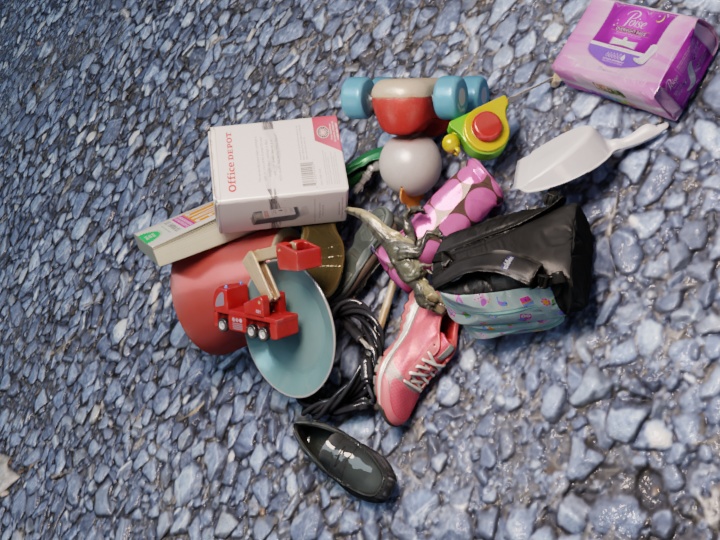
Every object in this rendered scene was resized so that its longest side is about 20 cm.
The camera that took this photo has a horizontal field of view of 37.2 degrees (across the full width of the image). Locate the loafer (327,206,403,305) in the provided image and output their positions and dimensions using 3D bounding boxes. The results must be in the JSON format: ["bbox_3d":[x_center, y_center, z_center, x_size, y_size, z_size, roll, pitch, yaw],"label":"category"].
[{"bbox_3d":[0.000,0.000,1.609,0.201,0.062,0.072,-53,34,13],"label":"loafer"}]

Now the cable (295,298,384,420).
[{"bbox_3d":[-0.042,0.130,1.547,0.199,0.050,0.166,-21,69,49],"label":"cable"}]

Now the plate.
[{"bbox_3d":[-0.099,0.083,1.546,0.198,0.025,0.204,13,108,43],"label":"plate"}]

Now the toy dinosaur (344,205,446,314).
[{"bbox_3d":[0.065,-0.037,1.430,0.088,0.047,0.201,-42,72,10],"label":"toy dinosaur"}]

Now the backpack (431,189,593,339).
[{"bbox_3d":[0.188,0.006,1.341,0.197,0.128,0.168,-13,36,28],"label":"backpack"}]

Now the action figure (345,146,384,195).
[{"bbox_3d":[-0.004,-0.153,1.693,0.197,0.055,0.118,-25,8,17],"label":"action figure"}]

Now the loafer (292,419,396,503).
[{"bbox_3d":[-0.027,0.258,1.462,0.199,0.070,0.069,25,86,51],"label":"loafer"}]

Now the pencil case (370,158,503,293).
[{"bbox_3d":[0.110,-0.063,1.493,0.200,0.094,0.091,-42,74,4],"label":"pencil case"}]

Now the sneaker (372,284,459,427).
[{"bbox_3d":[0.082,0.113,1.436,0.086,0.073,0.203,6,71,47],"label":"sneaker"}]

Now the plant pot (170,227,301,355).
[{"bbox_3d":[-0.171,0.021,1.685,0.175,0.200,0.204,-14,55,27],"label":"plant pot"}]

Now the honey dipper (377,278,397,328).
[{"bbox_3d":[0.037,0.049,1.556,0.038,0.038,0.203,7,75,48],"label":"honey dipper"}]

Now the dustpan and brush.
[{"bbox_3d":[0.297,-0.154,1.377,0.198,0.058,0.140,-32,13,21],"label":"dustpan and brush"}]

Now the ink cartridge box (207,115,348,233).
[{"bbox_3d":[-0.124,-0.144,1.600,0.196,0.085,0.148,-5,57,-7],"label":"ink cartridge box"}]

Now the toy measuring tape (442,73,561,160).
[{"bbox_3d":[0.205,-0.205,1.489,0.197,0.074,0.074,-26,41,-9],"label":"toy measuring tape"}]

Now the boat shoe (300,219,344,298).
[{"bbox_3d":[-0.062,-0.027,1.608,0.072,0.064,0.203,-7,48,-4],"label":"boat shoe"}]

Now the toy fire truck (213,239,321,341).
[{"bbox_3d":[-0.138,0.024,1.519,0.198,0.048,0.144,9,106,43],"label":"toy fire truck"}]

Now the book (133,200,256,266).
[{"bbox_3d":[-0.244,-0.070,1.668,0.198,0.049,0.133,-25,21,-19],"label":"book"}]

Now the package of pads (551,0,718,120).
[{"bbox_3d":[0.355,-0.281,1.392,0.199,0.075,0.122,32,92,51],"label":"package of pads"}]

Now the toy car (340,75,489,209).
[{"bbox_3d":[0.082,-0.186,1.590,0.181,0.176,0.204,5,101,26],"label":"toy car"}]
